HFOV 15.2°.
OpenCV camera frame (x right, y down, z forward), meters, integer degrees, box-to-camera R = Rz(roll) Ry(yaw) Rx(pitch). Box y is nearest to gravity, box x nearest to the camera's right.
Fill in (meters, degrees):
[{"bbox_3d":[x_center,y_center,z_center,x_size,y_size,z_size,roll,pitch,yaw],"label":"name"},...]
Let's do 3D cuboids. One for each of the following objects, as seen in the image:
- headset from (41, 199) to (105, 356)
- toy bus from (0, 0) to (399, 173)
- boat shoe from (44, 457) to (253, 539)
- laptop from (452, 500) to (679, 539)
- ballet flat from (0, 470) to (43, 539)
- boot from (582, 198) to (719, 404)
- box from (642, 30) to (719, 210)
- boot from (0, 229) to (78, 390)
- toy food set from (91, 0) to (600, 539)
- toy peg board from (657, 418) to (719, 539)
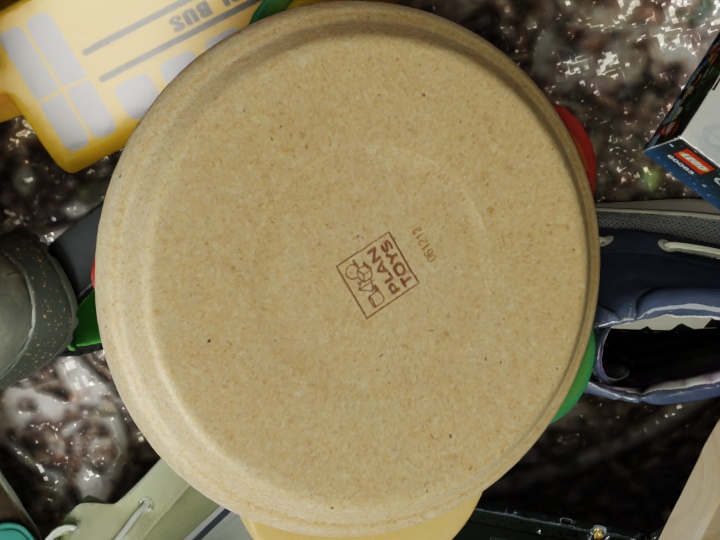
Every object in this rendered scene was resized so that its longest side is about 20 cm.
[{"bbox_3d":[-0.034,-0.019,1.037,0.200,0.124,0.094,-33,78,-1],"label":"headset"},{"bbox_3d":[-0.079,-0.102,1.038,0.200,0.065,0.078,-27,110,15],"label":"toy bus"},{"bbox_3d":[-0.097,0.121,1.106,0.200,0.072,0.062,-40,88,-20],"label":"boat shoe"},{"bbox_3d":[0.120,0.108,1.096,0.200,0.103,0.177,9,148,25],"label":"laptop"},{"bbox_3d":[-0.176,0.106,1.133,0.067,0.064,0.200,-24,101,-27],"label":"ballet flat"},{"bbox_3d":[0.066,0.014,1.061,0.200,0.090,0.073,-6,113,7],"label":"boot"},{"bbox_3d":[0.223,-0.043,1.014,0.200,0.038,0.137,36,76,-11],"label":"box"},{"bbox_3d":[-0.202,0.057,0.997,0.068,0.131,0.200,55,131,14],"label":"boot"},{"bbox_3d":[0.000,0.000,0.973,0.200,0.049,0.198,44,80,-18],"label":"toy food set"},{"bbox_3d":[0.200,0.152,1.042,0.200,0.098,0.199,-4,128,-38],"label":"toy peg board"}]
